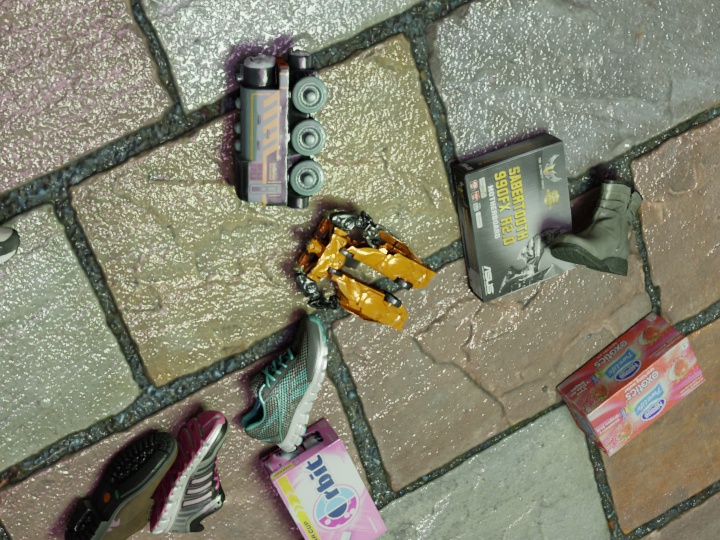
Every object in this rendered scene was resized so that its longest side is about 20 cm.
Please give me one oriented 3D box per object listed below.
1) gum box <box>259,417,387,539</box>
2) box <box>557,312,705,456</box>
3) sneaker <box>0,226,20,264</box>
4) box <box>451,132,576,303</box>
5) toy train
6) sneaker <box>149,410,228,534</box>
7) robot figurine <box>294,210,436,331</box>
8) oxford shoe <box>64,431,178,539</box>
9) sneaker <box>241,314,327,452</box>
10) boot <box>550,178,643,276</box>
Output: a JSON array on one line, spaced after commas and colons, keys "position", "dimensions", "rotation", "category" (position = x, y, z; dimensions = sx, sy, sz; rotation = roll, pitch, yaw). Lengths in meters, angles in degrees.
[{"position": [-0.054, 0.321, 1.730], "dimensions": [0.112, 0.066, 0.202], "rotation": [-31, 120, -10], "category": "gum box"}, {"position": [0.420, 0.176, 1.858], "dimensions": [0.199, 0.095, 0.103], "rotation": [-36, 122, -5], "category": "box"}, {"position": [-0.492, -0.046, 1.379], "dimensions": [0.197, 0.074, 0.081], "rotation": [1, 109, -24], "category": "sneaker"}, {"position": [0.219, -0.073, 1.691], "dimensions": [0.156, 0.048, 0.203], "rotation": [-18, 118, -15], "category": "box"}, {"position": [-0.102, -0.173, 1.493], "dimensions": [0.112, 0.085, 0.203], "rotation": [-2, 113, -12], "category": "toy train"}, {"position": [-0.217, 0.281, 1.640], "dimensions": [0.086, 0.074, 0.202], "rotation": [18, 108, -28], "category": "sneaker"}, {"position": [0.000, 0.000, 1.621], "dimensions": [0.198, 0.058, 0.146], "rotation": [28, 98, -31], "category": "robot figurine"}, {"position": [-0.309, 0.302, 1.619], "dimensions": [0.200, 0.073, 0.084], "rotation": [-48, 138, 4], "category": "oxford shoe"}, {"position": [-0.105, 0.153, 1.634], "dimensions": [0.090, 0.078, 0.203], "rotation": [11, 105, -23], "category": "sneaker"}, {"position": [0.336, -0.070, 1.701], "dimensions": [0.199, 0.067, 0.133], "rotation": [12, 89, -55], "category": "boot"}]
